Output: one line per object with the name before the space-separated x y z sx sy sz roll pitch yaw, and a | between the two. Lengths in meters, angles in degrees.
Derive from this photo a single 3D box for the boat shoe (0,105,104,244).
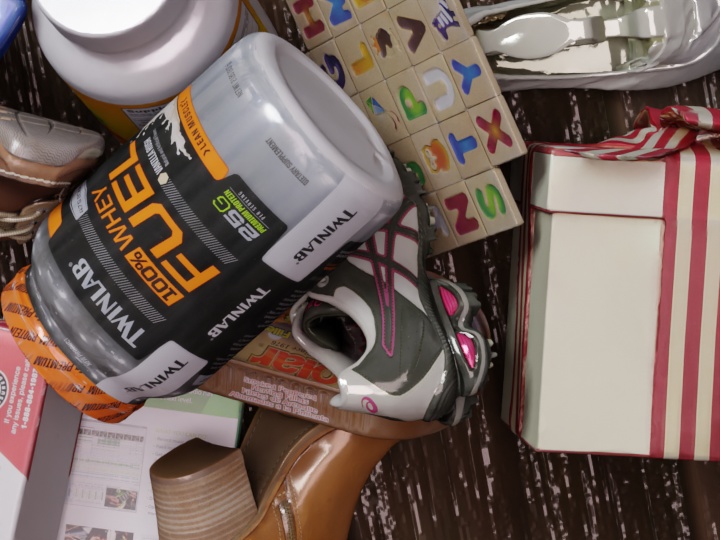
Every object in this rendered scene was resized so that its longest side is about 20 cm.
boat shoe | -0.185 -0.048 1.531 0.075 0.200 0.072 15 89 -10

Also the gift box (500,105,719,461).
gift box | 0.155 0.003 1.548 0.199 0.185 0.188 4 92 -9

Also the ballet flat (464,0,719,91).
ballet flat | 0.141 -0.134 1.604 0.199 0.069 0.070 -8 92 -1

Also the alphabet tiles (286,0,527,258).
alphabet tiles | 0.021 -0.089 1.544 0.006 0.200 0.167 -26 93 -27

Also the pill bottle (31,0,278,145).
pill bottle | -0.113 -0.133 1.520 0.110 0.200 0.112 -2 76 10

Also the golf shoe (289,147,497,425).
golf shoe | 0.000 0.000 1.525 0.088 0.200 0.077 -4 133 -24

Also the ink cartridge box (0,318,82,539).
ink cartridge box | -0.263 0.087 1.570 0.199 0.083 0.148 13 91 13

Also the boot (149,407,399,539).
boot | -0.026 0.147 1.605 0.199 0.074 0.155 -23 113 -25

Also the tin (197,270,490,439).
tin | -0.027 0.034 1.576 0.199 0.112 0.042 16 129 11

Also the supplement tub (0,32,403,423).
supplement tub | -0.086 -0.018 1.475 0.200 0.123 0.123 -41 92 15

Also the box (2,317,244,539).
box | -0.145 0.129 1.619 0.143 0.036 0.201 8 92 -2

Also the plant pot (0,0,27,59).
plant pot | -0.308 -0.117 1.531 0.200 0.180 0.200 37 86 -3
